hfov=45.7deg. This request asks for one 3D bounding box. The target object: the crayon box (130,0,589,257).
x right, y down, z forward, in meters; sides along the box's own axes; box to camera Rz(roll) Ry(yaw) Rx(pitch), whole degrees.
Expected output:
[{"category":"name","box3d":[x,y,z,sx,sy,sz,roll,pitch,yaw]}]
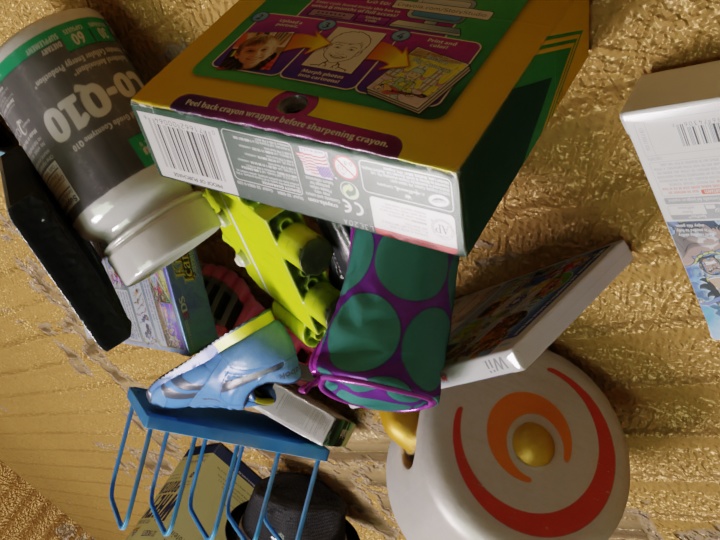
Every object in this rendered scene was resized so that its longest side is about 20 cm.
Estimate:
[{"category":"crayon box","box3d":[0.004,-0.106,0.475,0.197,0.173,0.059,16,141,27]}]

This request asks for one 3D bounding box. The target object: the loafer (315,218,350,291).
[{"category":"loafer","box3d":[0.000,0.000,0.713,0.069,0.069,0.202,-6,135,27]}]

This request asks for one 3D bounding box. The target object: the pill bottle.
[{"category":"pill bottle","box3d":[-0.205,-0.097,0.694,0.202,0.113,0.113,57,145,-4]}]

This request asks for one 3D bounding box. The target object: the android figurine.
[{"category":"android figurine","box3d":[-0.078,-0.020,0.734,0.199,0.041,0.184,33,152,47]}]

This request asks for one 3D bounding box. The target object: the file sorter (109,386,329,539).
[{"category":"file sorter","box3d":[-0.159,0.216,0.920,0.197,0.125,0.138,16,177,-23]}]

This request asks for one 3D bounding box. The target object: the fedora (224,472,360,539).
[{"category":"fedora","box3d":[-0.091,0.351,1.213,0.198,0.200,0.093,20,113,22]}]

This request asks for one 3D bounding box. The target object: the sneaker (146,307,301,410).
[{"category":"sneaker","box3d":[-0.132,0.108,0.803,0.199,0.066,0.079,-31,91,38]}]

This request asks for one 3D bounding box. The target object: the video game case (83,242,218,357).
[{"category":"video game case","box3d":[-0.238,-0.022,0.866,0.179,0.045,0.203,5,114,40]}]

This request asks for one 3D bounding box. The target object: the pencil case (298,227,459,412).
[{"category":"pencil case","box3d":[0.022,-0.012,0.561,0.091,0.203,0.085,11,165,-10]}]

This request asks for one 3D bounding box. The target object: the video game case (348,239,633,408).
[{"category":"video game case","box3d":[0.087,0.044,0.625,0.018,0.143,0.199,57,145,-5]}]

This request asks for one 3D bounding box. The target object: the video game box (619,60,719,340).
[{"category":"video game box","box3d":[0.263,-0.035,0.450,0.198,0.047,0.183,-1,132,44]}]

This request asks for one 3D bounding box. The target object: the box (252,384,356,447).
[{"category":"box","box3d":[-0.082,0.147,0.946,0.143,0.037,0.200,28,173,11]}]

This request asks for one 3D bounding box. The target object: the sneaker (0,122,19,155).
[{"category":"sneaker","box3d":[-0.426,-0.190,0.885,0.089,0.079,0.201,-9,133,24]}]

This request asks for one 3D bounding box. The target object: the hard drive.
[{"category":"hard drive","box3d":[-0.260,-0.026,0.742,0.200,0.033,0.141,37,156,60]}]

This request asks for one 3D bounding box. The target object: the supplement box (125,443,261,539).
[{"category":"supplement box","box3d":[-0.238,0.424,1.369,0.200,0.201,0.134,44,147,-16]}]

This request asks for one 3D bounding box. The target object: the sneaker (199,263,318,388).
[{"category":"sneaker","box3d":[-0.116,0.069,0.924,0.198,0.079,0.096,33,163,8]}]

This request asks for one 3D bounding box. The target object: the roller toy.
[{"category":"roller toy","box3d":[0.120,0.158,0.708,0.202,0.180,0.140,64,156,19]}]
